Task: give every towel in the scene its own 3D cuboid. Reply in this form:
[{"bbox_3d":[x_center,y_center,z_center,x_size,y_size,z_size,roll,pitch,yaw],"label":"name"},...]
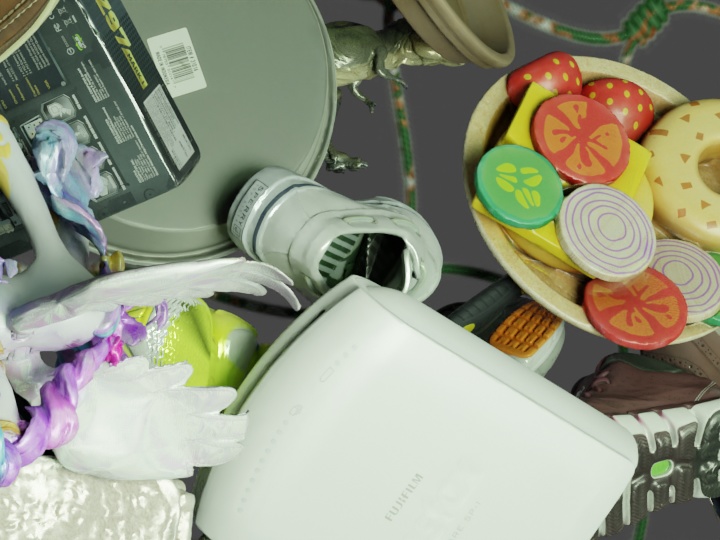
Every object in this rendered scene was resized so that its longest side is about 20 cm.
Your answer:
[{"bbox_3d":[-0.172,0.153,1.296,0.199,0.034,0.133,6,86,-30],"label":"towel"}]

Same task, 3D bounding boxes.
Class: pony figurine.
[{"bbox_3d":[-0.143,0.021,1.259,0.192,0.167,0.201,-10,52,-19],"label":"pony figurine"}]

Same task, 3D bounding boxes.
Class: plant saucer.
[{"bbox_3d":[0.022,-0.193,1.485,0.029,0.200,0.200,-28,109,15],"label":"plant saucer"}]

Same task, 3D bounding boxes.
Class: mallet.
[{"bbox_3d":[0.035,0.053,1.514,0.200,0.041,0.066,-27,129,-42],"label":"mallet"}]

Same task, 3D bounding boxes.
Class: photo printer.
[{"bbox_3d":[0.022,0.106,1.418,0.200,0.069,0.167,32,100,-23],"label":"photo printer"}]

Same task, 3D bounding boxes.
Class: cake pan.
[{"bbox_3d":[-0.104,-0.104,1.445,0.199,0.037,0.201,3,81,-17],"label":"cake pan"}]

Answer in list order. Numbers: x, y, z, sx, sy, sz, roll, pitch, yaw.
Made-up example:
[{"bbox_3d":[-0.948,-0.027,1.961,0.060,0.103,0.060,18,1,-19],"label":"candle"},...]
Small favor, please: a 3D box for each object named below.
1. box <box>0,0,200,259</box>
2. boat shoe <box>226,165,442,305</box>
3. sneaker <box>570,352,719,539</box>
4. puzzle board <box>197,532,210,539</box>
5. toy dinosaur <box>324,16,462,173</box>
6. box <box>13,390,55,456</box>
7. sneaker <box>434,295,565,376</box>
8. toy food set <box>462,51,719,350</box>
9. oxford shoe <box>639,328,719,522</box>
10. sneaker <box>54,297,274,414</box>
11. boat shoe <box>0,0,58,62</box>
[{"bbox_3d":[-0.194,-0.106,1.359,0.201,0.157,0.051,62,21,-14],"label":"box"},{"bbox_3d":[0.000,0.000,1.471,0.074,0.067,0.200,-59,151,10],"label":"boat shoe"},{"bbox_3d":[0.127,0.096,1.555,0.199,0.115,0.076,-6,112,-25],"label":"sneaker"},{"bbox_3d":[-0.079,0.221,1.467,0.200,0.017,0.151,-48,136,-21],"label":"puzzle board"},{"bbox_3d":[-0.031,-0.100,1.515,0.199,0.047,0.089,-1,85,-26],"label":"toy dinosaur"},{"bbox_3d":[-0.230,0.132,1.350,0.196,0.124,0.201,22,79,-30],"label":"box"},{"bbox_3d":[0.049,0.095,1.556,0.200,0.075,0.092,-42,137,-32],"label":"sneaker"},{"bbox_3d":[0.152,-0.042,1.571,0.199,0.049,0.198,30,53,-5],"label":"toy food set"},{"bbox_3d":[0.199,0.068,1.634,0.073,0.071,0.200,-42,110,-18],"label":"oxford shoe"},{"bbox_3d":[-0.098,0.056,1.464,0.076,0.105,0.200,-66,147,-19],"label":"sneaker"},{"bbox_3d":[-0.225,-0.107,1.296,0.075,0.202,0.075,56,24,-12],"label":"boat shoe"}]
